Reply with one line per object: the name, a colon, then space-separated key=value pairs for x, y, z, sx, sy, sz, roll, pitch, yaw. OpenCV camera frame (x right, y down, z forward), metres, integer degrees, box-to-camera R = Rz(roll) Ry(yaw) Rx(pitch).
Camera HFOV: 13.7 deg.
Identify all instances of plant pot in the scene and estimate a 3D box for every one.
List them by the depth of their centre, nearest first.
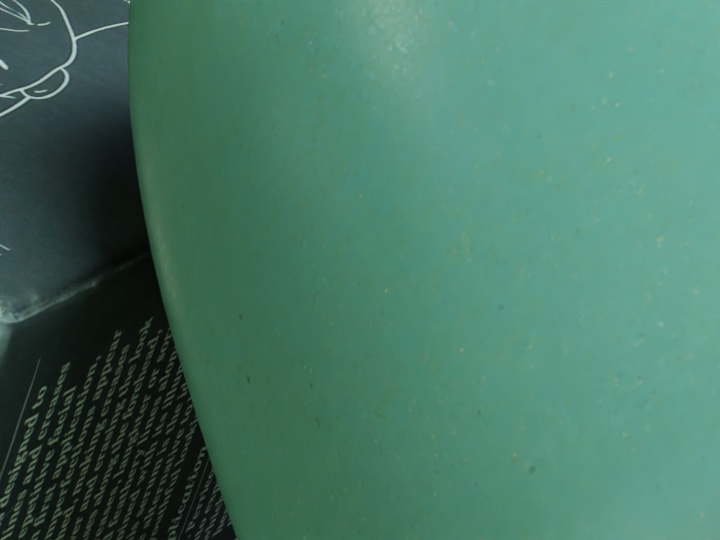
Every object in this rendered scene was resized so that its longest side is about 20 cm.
plant pot: x=0.053 y=-0.023 z=0.487 sx=0.200 sy=0.201 sz=0.161 roll=-3 pitch=62 yaw=-54

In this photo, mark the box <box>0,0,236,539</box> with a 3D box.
box: x=-0.092 y=-0.006 z=0.596 sx=0.148 sy=0.107 sz=0.200 roll=29 pitch=25 yaw=17
